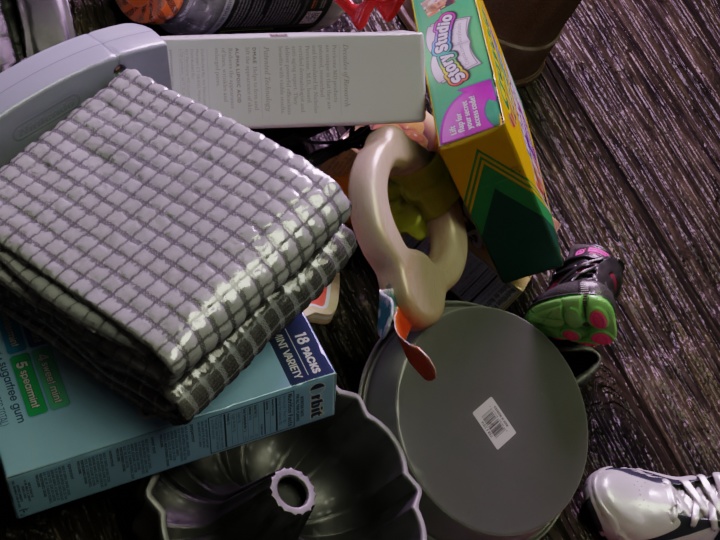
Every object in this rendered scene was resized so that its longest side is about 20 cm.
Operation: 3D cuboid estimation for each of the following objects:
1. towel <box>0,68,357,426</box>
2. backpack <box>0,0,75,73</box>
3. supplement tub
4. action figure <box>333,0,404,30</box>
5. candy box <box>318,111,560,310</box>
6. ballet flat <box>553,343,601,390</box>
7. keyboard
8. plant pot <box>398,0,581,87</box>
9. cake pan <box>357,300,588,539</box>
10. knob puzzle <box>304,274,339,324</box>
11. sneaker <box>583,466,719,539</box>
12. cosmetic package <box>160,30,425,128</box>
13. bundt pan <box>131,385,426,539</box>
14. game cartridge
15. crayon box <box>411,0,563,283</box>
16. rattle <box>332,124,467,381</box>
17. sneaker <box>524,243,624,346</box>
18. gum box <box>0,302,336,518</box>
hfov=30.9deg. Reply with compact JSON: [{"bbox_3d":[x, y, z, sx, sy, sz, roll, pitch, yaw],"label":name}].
[{"bbox_3d":[-0.125,-0.015,0.780,0.200,0.086,0.166,28,57,28],"label":"towel"},{"bbox_3d":[-0.272,-0.155,0.908,0.166,0.127,0.200,-16,65,-28],"label":"backpack"},{"bbox_3d":[-0.109,-0.264,1.121,0.200,0.123,0.123,-13,65,-42],"label":"supplement tub"},{"bbox_3d":[-0.036,-0.293,1.031,0.200,0.099,0.065,44,39,17],"label":"action figure"},{"bbox_3d":[0.070,-0.061,1.135,0.200,0.055,0.115,39,42,-2],"label":"candy box"},{"bbox_3d":[0.109,0.078,1.049,0.199,0.057,0.067,-2,62,-37],"label":"ballet flat"},{"bbox_3d":[-0.060,-0.109,1.056,0.200,0.021,0.127,-29,44,-36],"label":"keyboard"},{"bbox_3d":[0.161,-0.323,1.312,0.200,0.198,0.201,20,47,-23],"label":"plant pot"},{"bbox_3d":[0.092,0.115,0.980,0.200,0.037,0.201,10,69,-27],"label":"cake pan"},{"bbox_3d":[-0.096,-0.025,0.958,0.219,0.031,0.220,17,28,-10],"label":"knob puzzle"},{"bbox_3d":[0.288,0.184,1.042,0.199,0.130,0.080,26,44,-16],"label":"sneaker"},{"bbox_3d":[-0.055,-0.149,1.007,0.199,0.074,0.102,-4,12,-7],"label":"cosmetic package"},{"bbox_3d":[-0.061,0.159,0.844,0.201,0.076,0.202,20,47,-23],"label":"bundt pan"},{"bbox_3d":[-0.207,-0.075,0.848,0.041,0.133,0.200,40,59,23],"label":"game cartridge"},{"bbox_3d":[0.101,-0.121,1.051,0.173,0.058,0.200,60,17,-48],"label":"crayon box"},{"bbox_3d":[0.000,0.000,0.973,0.130,0.142,0.201,50,38,-53],"label":"rattle"},{"bbox_3d":[0.178,0.017,1.073,0.076,0.084,0.200,11,0,7],"label":"sneaker"},{"bbox_3d":[-0.138,0.045,0.810,0.199,0.045,0.170,-16,49,-18],"label":"gum box"}]
